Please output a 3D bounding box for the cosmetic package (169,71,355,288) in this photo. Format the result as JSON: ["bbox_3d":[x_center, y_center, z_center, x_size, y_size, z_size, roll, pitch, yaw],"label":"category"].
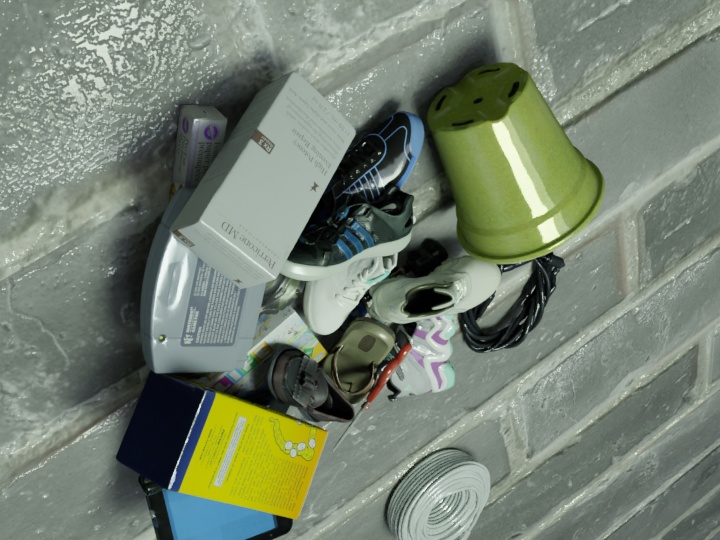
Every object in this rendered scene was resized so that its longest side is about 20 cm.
[{"bbox_3d":[-0.095,-0.092,0.854,0.102,0.074,0.201,39,60,-27],"label":"cosmetic package"}]

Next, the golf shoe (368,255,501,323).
[{"bbox_3d":[0.112,0.033,1.094,0.199,0.097,0.079,-15,103,-23],"label":"golf shoe"}]

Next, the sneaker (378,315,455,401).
[{"bbox_3d":[0.060,0.104,1.192,0.139,0.078,0.201,-16,117,-16],"label":"sneaker"}]

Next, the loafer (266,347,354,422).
[{"bbox_3d":[-0.058,0.151,1.074,0.200,0.063,0.072,58,47,-61],"label":"loafer"}]

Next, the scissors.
[{"bbox_3d":[0.016,0.178,1.168,0.073,0.014,0.200,-44,166,-53],"label":"scissors"}]

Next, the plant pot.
[{"bbox_3d":[0.177,-0.144,1.037,0.200,0.200,0.185,-39,125,-8],"label":"plant pot"}]

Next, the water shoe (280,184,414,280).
[{"bbox_3d":[-0.021,-0.050,0.936,0.199,0.071,0.079,-19,130,-42],"label":"water shoe"}]

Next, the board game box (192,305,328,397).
[{"bbox_3d":[-0.145,0.135,1.066,0.200,0.034,0.135,-41,148,-6],"label":"board game box"}]

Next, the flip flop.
[{"bbox_3d":[-0.007,0.131,1.120,0.081,0.058,0.200,21,145,-5],"label":"flip flop"}]

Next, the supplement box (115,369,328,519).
[{"bbox_3d":[-0.151,0.198,0.953,0.200,0.109,0.110,31,76,-45],"label":"supplement box"}]

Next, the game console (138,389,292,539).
[{"bbox_3d":[-0.158,0.257,1.048,0.199,0.118,0.171,-8,134,-45],"label":"game console"}]

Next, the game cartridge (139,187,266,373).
[{"bbox_3d":[-0.165,0.013,0.901,0.133,0.041,0.201,3,107,-42],"label":"game cartridge"}]

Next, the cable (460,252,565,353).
[{"bbox_3d":[0.227,0.042,1.291,0.163,0.051,0.200,28,102,-45],"label":"cable"}]

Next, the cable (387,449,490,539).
[{"bbox_3d":[0.140,0.404,1.475,0.199,0.069,0.201,21,106,-43],"label":"cable"}]

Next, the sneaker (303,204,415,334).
[{"bbox_3d":[0.000,0.000,1.048,0.075,0.088,0.201,20,101,-44],"label":"sneaker"}]

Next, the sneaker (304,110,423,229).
[{"bbox_3d":[-0.005,-0.109,0.990,0.078,0.070,0.200,22,107,-52],"label":"sneaker"}]

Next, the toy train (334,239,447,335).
[{"bbox_3d":[0.037,0.025,1.136,0.200,0.046,0.034,-34,135,-12],"label":"toy train"}]

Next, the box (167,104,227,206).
[{"bbox_3d":[-0.181,-0.076,0.902,0.039,0.041,0.201,-6,124,-34],"label":"box"}]

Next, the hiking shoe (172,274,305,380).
[{"bbox_3d":[-0.165,0.039,0.986,0.200,0.076,0.101,-43,124,-11],"label":"hiking shoe"}]
